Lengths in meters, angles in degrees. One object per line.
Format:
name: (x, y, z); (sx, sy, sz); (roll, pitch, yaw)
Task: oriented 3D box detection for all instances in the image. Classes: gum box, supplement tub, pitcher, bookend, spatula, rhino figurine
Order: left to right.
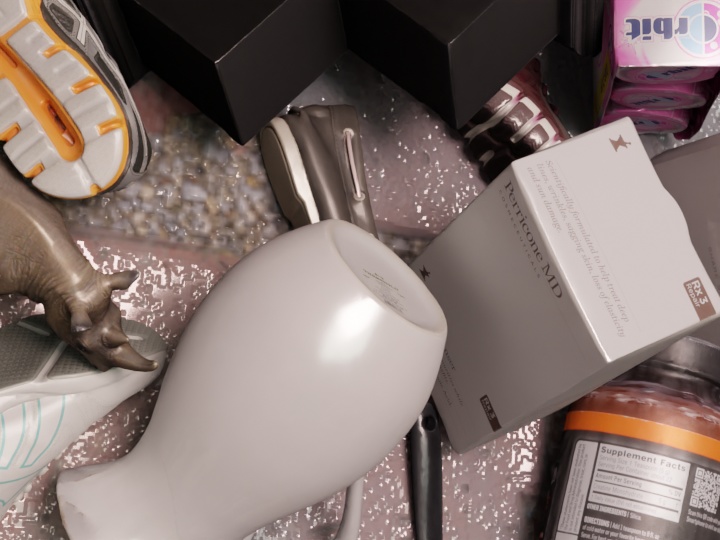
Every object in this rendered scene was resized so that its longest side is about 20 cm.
rhino figurine: (-0.178, -0.013, 0.746); (0.200, 0.088, 0.060); (40, 54, 8)
pitcher: (-0.033, 0.083, 0.779); (0.171, 0.122, 0.200); (29, 112, -36)
bookend: (-0.009, -0.134, 0.793); (0.200, 0.092, 0.199); (38, 72, 24)
spatula: (0.045, 0.177, 0.872); (0.056, 0.021, 0.202); (-3, 83, -34)
supplement tub: (0.162, 0.138, 0.878); (0.106, 0.107, 0.201); (19, 77, -18)
gum box: (0.170, -0.148, 0.868); (0.066, 0.200, 0.115); (0, 84, 5)

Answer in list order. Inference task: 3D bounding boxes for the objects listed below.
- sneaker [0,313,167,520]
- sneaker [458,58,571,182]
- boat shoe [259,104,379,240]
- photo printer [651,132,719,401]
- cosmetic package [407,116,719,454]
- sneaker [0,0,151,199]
sneaker: (-0.188, 0.083, 0.777); (0.199, 0.070, 0.081); (-25, 127, -32)
sneaker: (0.103, -0.123, 0.901); (0.200, 0.076, 0.116); (47, 68, -10)
boat shoe: (0.000, 0.000, 0.852); (0.057, 0.067, 0.201); (-17, 87, -17)
photo printer: (0.251, -0.006, 0.877); (0.069, 0.200, 0.168); (-13, 90, -21)
cosmetic package: (0.095, 0.015, 0.804); (0.081, 0.200, 0.113); (-21, 77, -23)
sneaker: (-0.173, -0.117, 0.762); (0.078, 0.077, 0.201); (-33, 79, 12)
